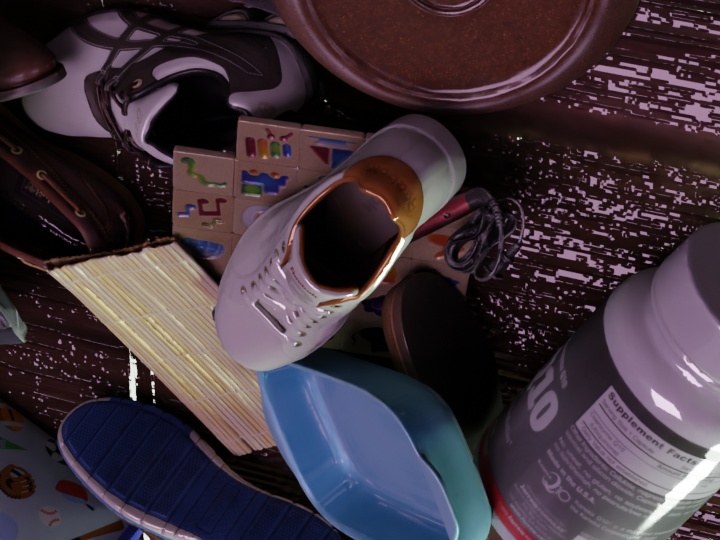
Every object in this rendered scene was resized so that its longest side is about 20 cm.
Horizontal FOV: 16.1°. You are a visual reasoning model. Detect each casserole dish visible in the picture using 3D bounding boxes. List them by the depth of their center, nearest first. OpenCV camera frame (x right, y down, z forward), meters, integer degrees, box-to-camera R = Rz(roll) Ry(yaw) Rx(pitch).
[{"bbox_3d":[0.010,0.099,1.404,0.200,0.039,0.121,17,133,60],"label":"casserole dish"}]

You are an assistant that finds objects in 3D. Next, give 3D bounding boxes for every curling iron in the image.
[{"bbox_3d":[0.000,0.000,1.369,0.200,0.026,0.050,-16,85,29],"label":"curling iron"}]

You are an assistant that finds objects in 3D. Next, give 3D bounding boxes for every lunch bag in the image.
[{"bbox_3d":[-0.256,0.189,1.584,0.170,0.200,0.124,33,130,3],"label":"lunch bag"}]

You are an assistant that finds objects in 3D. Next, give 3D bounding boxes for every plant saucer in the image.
[{"bbox_3d":[0.045,-0.157,1.272,0.200,0.034,0.200,4,125,5],"label":"plant saucer"}]

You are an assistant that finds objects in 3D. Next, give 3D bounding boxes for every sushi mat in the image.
[{"bbox_3d":[-0.090,0.048,1.477,0.096,0.012,0.200,-12,137,32],"label":"sushi mat"}]

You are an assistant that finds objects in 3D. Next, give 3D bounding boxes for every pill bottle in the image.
[{"bbox_3d":[0.156,0.070,1.348,0.114,0.114,0.200,39,129,0],"label":"pill bottle"}]

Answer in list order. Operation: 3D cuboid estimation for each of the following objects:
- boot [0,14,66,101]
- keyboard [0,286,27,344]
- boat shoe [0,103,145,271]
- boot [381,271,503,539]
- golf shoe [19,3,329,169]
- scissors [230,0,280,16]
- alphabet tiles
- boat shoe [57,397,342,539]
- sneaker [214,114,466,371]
[{"bbox_3d":[-0.247,-0.199,1.398,0.186,0.064,0.200,16,125,39],"label":"boot"},{"bbox_3d":[-0.277,-0.004,1.536,0.200,0.021,0.127,-5,121,57],"label":"keyboard"},{"bbox_3d":[-0.223,-0.059,1.487,0.200,0.070,0.070,26,117,11],"label":"boat shoe"},{"bbox_3d":[0.041,0.085,1.440,0.075,0.074,0.200,5,132,37],"label":"boot"},{"bbox_3d":[-0.119,-0.099,1.395,0.200,0.094,0.078,-6,118,32],"label":"golf shoe"},{"bbox_3d":[-0.075,-0.151,1.370,0.200,0.014,0.073,36,124,14],"label":"scissors"},{"bbox_3d":[-0.021,-0.015,1.395,0.166,0.006,0.200,8,144,1],"label":"alphabet tiles"},{"bbox_3d":[-0.102,0.153,1.561,0.200,0.072,0.072,32,151,16],"label":"boat shoe"},{"bbox_3d":[-0.030,-0.003,1.318,0.073,0.085,0.200,43,131,1],"label":"sneaker"}]
